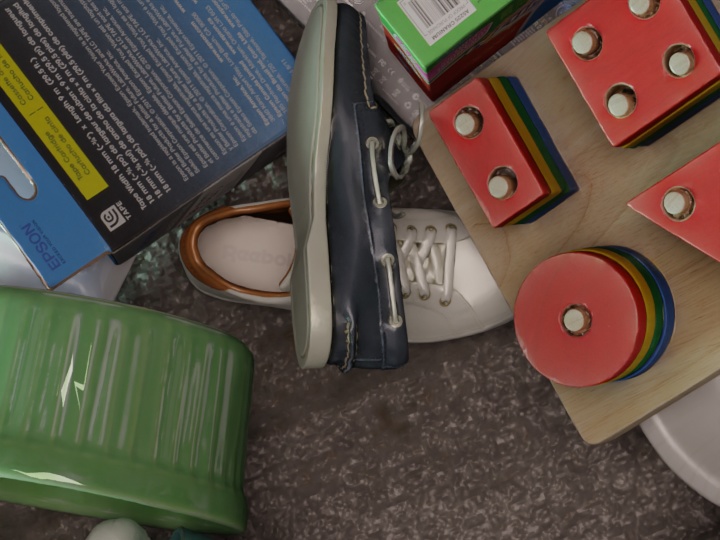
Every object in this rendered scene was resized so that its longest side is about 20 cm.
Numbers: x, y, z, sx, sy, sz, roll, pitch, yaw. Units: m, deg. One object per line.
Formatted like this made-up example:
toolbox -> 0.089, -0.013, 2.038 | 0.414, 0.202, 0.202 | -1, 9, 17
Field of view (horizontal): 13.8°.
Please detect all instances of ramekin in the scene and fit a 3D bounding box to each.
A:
ramekin -> -0.149, 0.072, 1.544 | 0.199, 0.200, 0.098 | 10, 81, 3

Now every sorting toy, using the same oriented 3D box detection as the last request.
sorting toy -> 0.138, -0.042, 1.492 | 0.200, 0.070, 0.199 | -34, 78, 25

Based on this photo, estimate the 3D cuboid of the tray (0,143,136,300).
tray -> -0.210, -0.054, 1.608 | 0.199, 0.022, 0.108 | 23, 56, 3

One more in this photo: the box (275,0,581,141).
box -> 0.057, -0.153, 1.608 | 0.200, 0.051, 0.158 | 44, 92, 4

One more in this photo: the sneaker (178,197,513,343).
sneaker -> 0.000, 0.000, 1.591 | 0.199, 0.085, 0.073 | 2, 86, 2

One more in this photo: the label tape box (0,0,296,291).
label tape box -> -0.138, -0.086, 1.567 | 0.200, 0.063, 0.144 | -35, 86, -29

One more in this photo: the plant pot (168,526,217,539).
plant pot -> -0.043, 0.250, 1.537 | 0.160, 0.201, 0.201 | 15, 89, -8

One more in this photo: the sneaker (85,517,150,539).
sneaker -> -0.171, 0.212, 1.576 | 0.080, 0.076, 0.201 | 28, 111, 11

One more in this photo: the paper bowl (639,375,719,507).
paper bowl -> 0.240, 0.028, 1.546 | 0.200, 0.104, 0.202 | 4, 98, 30

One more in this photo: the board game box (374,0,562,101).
board game box -> 0.081, -0.153, 1.482 | 0.153, 0.200, 0.040 | -38, 87, 2

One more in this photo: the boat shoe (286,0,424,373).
boat shoe -> -0.002, -0.045, 1.528 | 0.062, 0.075, 0.201 | 3, 67, -12
